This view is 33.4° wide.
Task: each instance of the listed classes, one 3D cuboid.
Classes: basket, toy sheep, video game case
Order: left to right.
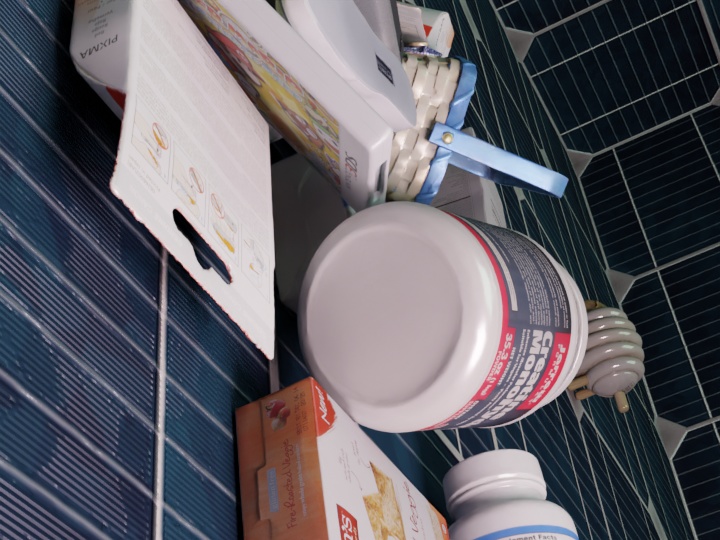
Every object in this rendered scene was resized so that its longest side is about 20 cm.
[{"bbox_3d":[-0.057,-0.126,0.771,0.200,0.023,0.182,46,-8,7],"label":"video game case"},{"bbox_3d":[0.061,-0.109,1.004,0.198,0.140,0.176,24,0,-16],"label":"basket"},{"bbox_3d":[0.384,0.135,1.897,0.138,0.137,0.202,40,31,-58],"label":"toy sheep"}]

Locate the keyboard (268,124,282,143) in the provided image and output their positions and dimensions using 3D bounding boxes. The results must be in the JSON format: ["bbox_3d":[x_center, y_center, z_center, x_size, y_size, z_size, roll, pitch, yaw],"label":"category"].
[{"bbox_3d":[-0.075,-0.136,0.991,0.057,0.011,0.200,60,16,-6],"label":"keyboard"}]

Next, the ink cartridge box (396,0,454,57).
[{"bbox_3d":[-0.008,-0.231,1.032,0.200,0.160,0.051,43,64,-79],"label":"ink cartridge box"}]

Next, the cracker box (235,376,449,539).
[{"bbox_3d":[0.001,0.174,0.721,0.200,0.057,0.135,50,22,-44],"label":"cracker box"}]

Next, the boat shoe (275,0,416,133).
[{"bbox_3d":[-0.020,-0.138,0.827,0.200,0.065,0.074,41,38,-60],"label":"boat shoe"}]

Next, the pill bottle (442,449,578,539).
[{"bbox_3d":[0.122,0.247,0.924,0.112,0.111,0.202,47,25,-49],"label":"pill bottle"}]

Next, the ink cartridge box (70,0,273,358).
[{"bbox_3d":[-0.107,-0.062,0.698,0.162,0.050,0.201,53,26,-44],"label":"ink cartridge box"}]

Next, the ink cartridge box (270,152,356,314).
[{"bbox_3d":[0.000,0.000,0.940,0.200,0.067,0.117,42,30,-57],"label":"ink cartridge box"}]

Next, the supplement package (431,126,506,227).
[{"bbox_3d":[0.081,-0.024,1.148,0.201,0.113,0.110,-91,159,-51],"label":"supplement package"}]

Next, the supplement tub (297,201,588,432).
[{"bbox_3d":[0.062,0.035,0.803,0.199,0.139,0.142,9,58,-59],"label":"supplement tub"}]

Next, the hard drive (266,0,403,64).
[{"bbox_3d":[-0.046,-0.199,0.837,0.200,0.138,0.033,69,26,-71],"label":"hard drive"}]
